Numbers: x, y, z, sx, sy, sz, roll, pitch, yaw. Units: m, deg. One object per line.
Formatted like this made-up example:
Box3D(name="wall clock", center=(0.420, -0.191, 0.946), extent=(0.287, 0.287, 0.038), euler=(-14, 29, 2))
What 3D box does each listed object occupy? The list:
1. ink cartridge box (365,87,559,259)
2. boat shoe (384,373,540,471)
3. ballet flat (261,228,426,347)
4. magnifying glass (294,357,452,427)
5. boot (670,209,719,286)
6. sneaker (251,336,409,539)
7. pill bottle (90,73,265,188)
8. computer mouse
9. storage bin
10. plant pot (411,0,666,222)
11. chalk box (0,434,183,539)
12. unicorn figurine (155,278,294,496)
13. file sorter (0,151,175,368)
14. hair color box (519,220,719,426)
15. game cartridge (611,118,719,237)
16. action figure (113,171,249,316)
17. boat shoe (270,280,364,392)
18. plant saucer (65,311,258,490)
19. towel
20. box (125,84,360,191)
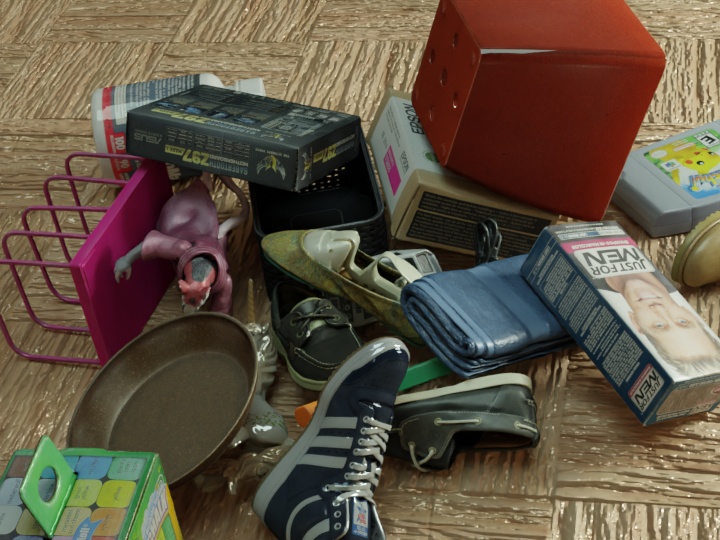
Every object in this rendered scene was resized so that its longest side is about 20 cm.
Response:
Box3D(name="ink cartridge box", center=(0.106, -0.102, 1.455), extent=(0.164, 0.075, 0.200), euler=(12, 34, -19))
Box3D(name="boat shoe", center=(0.059, 0.145, 1.204), extent=(0.199, 0.072, 0.068), euler=(-12, 66, 5))
Box3D(name="ballet flat", center=(0.000, 0.000, 1.319), extent=(0.200, 0.071, 0.071), euler=(31, 47, 6))
Box3D(name="magnifying glass", center=(0.025, 0.104, 1.235), extent=(0.200, 0.022, 0.080), euler=(-19, -3, -38))
Box3D(name="boot", center=(0.431, 0.001, 1.321), extent=(0.175, 0.066, 0.200), euler=(-30, 44, -25))
Box3D(name="sneaker", center=(-0.002, 0.160, 1.132), extent=(0.200, 0.070, 0.109), euler=(-55, 47, 11))
Box3D(name="pill bottle", center=(-0.209, -0.170, 1.609), extent=(0.199, 0.120, 0.120), euler=(-9, 38, 0))
Box3D(name="computer mouse", center=(0.047, 0.011, 1.369), extent=(0.199, 0.110, 0.044), euler=(-6, 1, 13))
Box3D(name="storage bin", center=(-0.048, -0.065, 1.468), extent=(0.135, 0.094, 0.200), euler=(-10, 37, -2))
Box3D(name="plant pot", center=(0.163, -0.188, 1.377), extent=(0.176, 0.200, 0.200), euler=(4, 37, -19))
Box3D(name="chalk box", center=(-0.215, 0.218, 1.050), extent=(0.123, 0.200, 0.125), euler=(0, 39, 11))
Box3D(name="unicorn figurine", center=(-0.118, 0.125, 1.268), extent=(0.137, 0.074, 0.200), euler=(-23, 56, -19))
Box3D(name="file sorter", center=(-0.285, -0.016, 1.412), extent=(0.125, 0.139, 0.200), euler=(4, 39, 18))
Box3D(name="hair color box", center=(0.245, 0.043, 1.241), extent=(0.100, 0.061, 0.200), euler=(-6, 47, -37))
Box3D(name="game cartridge", center=(0.377, -0.104, 1.489), extent=(0.200, 0.041, 0.133), euler=(-21, 43, -16))
Box3D(name="action figure", center=(-0.152, -0.006, 1.349), extent=(0.149, 0.134, 0.200), euler=(-44, 16, 2))
Box3D(name="boat shoe", center=(-0.047, 0.058, 1.290), extent=(0.072, 0.066, 0.201), euler=(-22, 19, -14))
Box3D(name="plant saucer", center=(-0.170, 0.126, 1.210), extent=(0.200, 0.037, 0.201), euler=(-20, 40, 18))
Box3D(name="towel", center=(0.134, 0.039, 1.272), extent=(0.200, 0.049, 0.112), euler=(-13, 50, -40))
Box3D(name="box", center=(-0.120, -0.141, 1.415), extent=(0.199, 0.051, 0.158), euler=(13, 21, 19))
